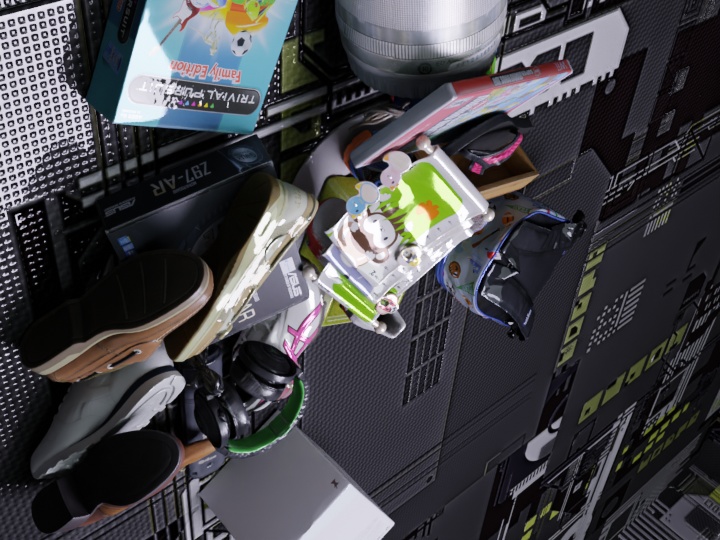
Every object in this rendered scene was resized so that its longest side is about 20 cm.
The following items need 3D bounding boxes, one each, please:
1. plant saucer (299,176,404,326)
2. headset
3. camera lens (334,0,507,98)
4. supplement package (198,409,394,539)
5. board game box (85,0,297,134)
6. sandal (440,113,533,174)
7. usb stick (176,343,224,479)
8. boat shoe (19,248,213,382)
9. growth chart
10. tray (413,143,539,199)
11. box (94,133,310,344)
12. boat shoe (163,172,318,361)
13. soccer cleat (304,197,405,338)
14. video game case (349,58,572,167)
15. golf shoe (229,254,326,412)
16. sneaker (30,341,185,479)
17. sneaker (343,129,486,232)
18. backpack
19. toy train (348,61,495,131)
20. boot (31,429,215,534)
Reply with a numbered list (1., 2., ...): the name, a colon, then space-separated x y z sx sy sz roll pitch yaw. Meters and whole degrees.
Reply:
1. plant saucer: 0.009 -0.011 1.091 0.198 0.048 0.202 -5 125 -49
2. headset: -0.119 0.134 0.936 0.123 0.094 0.200 -44 139 -5
3. camera lens: 0.052 -0.276 0.791 0.159 0.160 0.202 -34 143 -25
4. supplement package: -0.079 0.317 1.196 0.152 0.150 0.200 -46 147 -8
5. board game box: -0.124 -0.215 0.735 0.150 0.047 0.202 -5 124 -49
6. sandal: 0.144 -0.132 0.965 0.075 0.046 0.199 -26 176 31
7. usb stick: -0.181 0.164 1.035 0.055 0.033 0.202 -27 140 -34
8. boat shoe: -0.206 0.043 0.806 0.198 0.073 0.068 -22 146 19
9. growth chart: 0.035 -0.033 0.897 0.144 0.018 0.200 32 114 -31
10. tray: 0.132 -0.131 1.045 0.037 0.099 0.199 -38 170 33
11. box: -0.142 -0.016 0.866 0.159 0.044 0.201 -24 141 -11
12. boat shoe: -0.112 0.005 0.818 0.063 0.073 0.202 18 113 -39
13. soccer cleat: 0.000 0.000 0.969 0.069 0.085 0.201 -44 143 -20
14. video game case: 0.099 -0.153 0.872 0.199 0.018 0.142 -22 175 -43
15. golf shoe: -0.098 0.077 1.009 0.092 0.072 0.202 -22 137 -54
16. sneaker: -0.257 0.131 0.884 0.199 0.081 0.076 -40 165 17
17. sneaker: 0.067 -0.081 1.013 0.198 0.079 0.076 20 123 -31
18. backpack: 0.185 -0.026 1.201 0.202 0.153 0.190 -63 154 5
19. toy train: 0.067 -0.220 0.945 0.198 0.084 0.117 -21 125 -37
20. boot: -0.206 0.206 0.932 0.188 0.069 0.199 -38 164 21
